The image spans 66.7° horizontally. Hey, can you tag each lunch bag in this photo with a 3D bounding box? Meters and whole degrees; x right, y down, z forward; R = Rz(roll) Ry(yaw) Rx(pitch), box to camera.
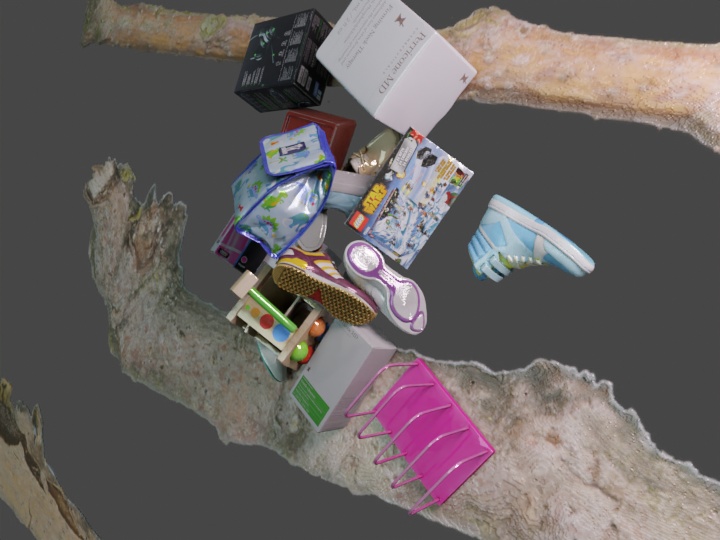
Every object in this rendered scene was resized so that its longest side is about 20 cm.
[{"bbox_3d":[-0.128,-0.153,0.953,0.200,0.127,0.171,-41,36,15],"label":"lunch bag"}]

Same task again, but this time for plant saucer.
[{"bbox_3d":[-0.120,-0.248,1.177,0.198,0.036,0.203,25,98,36],"label":"plant saucer"}]

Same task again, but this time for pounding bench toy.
[{"bbox_3d":[-0.145,0.087,1.001,0.155,0.200,0.125,36,82,16],"label":"pounding bench toy"}]

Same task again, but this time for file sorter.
[{"bbox_3d":[0.086,0.267,0.896,0.140,0.125,0.200,-52,58,19],"label":"file sorter"}]

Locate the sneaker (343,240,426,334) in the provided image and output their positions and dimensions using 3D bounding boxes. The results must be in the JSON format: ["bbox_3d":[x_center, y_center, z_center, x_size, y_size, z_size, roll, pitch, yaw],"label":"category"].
[{"bbox_3d":[0.044,0.030,0.982,0.075,0.100,0.201,-41,92,-15],"label":"sneaker"}]

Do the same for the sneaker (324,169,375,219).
[{"bbox_3d":[0.010,-0.129,1.022,0.197,0.074,0.083,16,126,6],"label":"sneaker"}]

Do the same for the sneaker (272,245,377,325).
[{"bbox_3d":[-0.052,0.017,0.966,0.075,0.198,0.091,-53,11,41],"label":"sneaker"}]

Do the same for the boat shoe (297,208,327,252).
[{"bbox_3d":[-0.100,-0.123,1.078,0.074,0.060,0.203,-8,68,6],"label":"boat shoe"}]

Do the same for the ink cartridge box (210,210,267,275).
[{"bbox_3d":[-0.202,-0.094,1.081,0.037,0.094,0.202,13,69,57],"label":"ink cartridge box"}]

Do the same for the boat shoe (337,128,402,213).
[{"bbox_3d":[0.004,-0.194,1.055,0.200,0.069,0.074,-49,59,21],"label":"boat shoe"}]

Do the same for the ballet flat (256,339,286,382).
[{"bbox_3d":[-0.192,0.138,1.164,0.069,0.069,0.201,-45,58,23],"label":"ballet flat"}]

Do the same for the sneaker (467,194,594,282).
[{"bbox_3d":[0.250,-0.017,0.845,0.200,0.079,0.131,45,108,42],"label":"sneaker"}]

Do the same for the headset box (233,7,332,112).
[{"bbox_3d":[-0.166,-0.447,1.187,0.198,0.092,0.177,5,77,36],"label":"headset box"}]

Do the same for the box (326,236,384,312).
[{"bbox_3d":[0.000,0.000,1.051,0.041,0.038,0.202,35,104,33],"label":"box"}]

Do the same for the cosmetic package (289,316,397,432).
[{"bbox_3d":[-0.034,0.188,1.023,0.107,0.084,0.202,41,109,34],"label":"cosmetic package"}]

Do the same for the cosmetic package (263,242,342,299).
[{"bbox_3d":[-0.144,-0.038,1.126,0.199,0.071,0.102,32,83,36],"label":"cosmetic package"}]

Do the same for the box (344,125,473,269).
[{"bbox_3d":[0.082,-0.124,0.946,0.136,0.040,0.201,35,96,-2],"label":"box"}]

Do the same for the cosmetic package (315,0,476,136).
[{"bbox_3d":[0.063,-0.369,0.976,0.168,0.165,0.201,-49,60,20],"label":"cosmetic package"}]

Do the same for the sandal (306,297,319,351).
[{"bbox_3d":[-0.137,0.091,1.133,0.082,0.050,0.206,-23,69,32],"label":"sandal"}]
